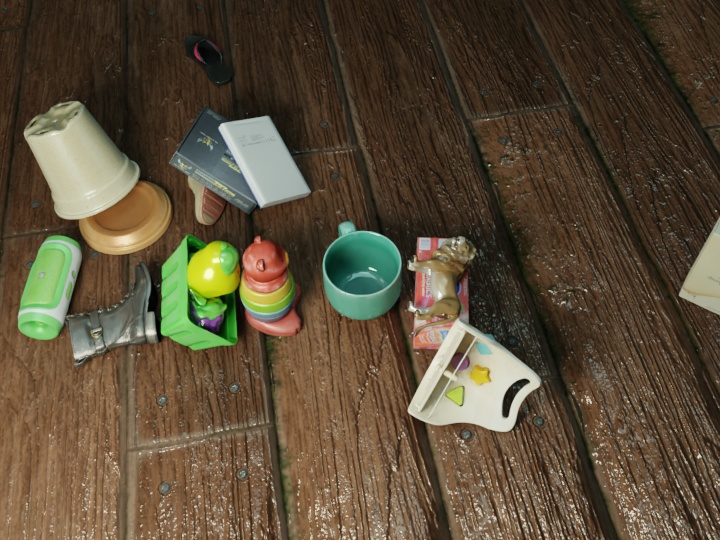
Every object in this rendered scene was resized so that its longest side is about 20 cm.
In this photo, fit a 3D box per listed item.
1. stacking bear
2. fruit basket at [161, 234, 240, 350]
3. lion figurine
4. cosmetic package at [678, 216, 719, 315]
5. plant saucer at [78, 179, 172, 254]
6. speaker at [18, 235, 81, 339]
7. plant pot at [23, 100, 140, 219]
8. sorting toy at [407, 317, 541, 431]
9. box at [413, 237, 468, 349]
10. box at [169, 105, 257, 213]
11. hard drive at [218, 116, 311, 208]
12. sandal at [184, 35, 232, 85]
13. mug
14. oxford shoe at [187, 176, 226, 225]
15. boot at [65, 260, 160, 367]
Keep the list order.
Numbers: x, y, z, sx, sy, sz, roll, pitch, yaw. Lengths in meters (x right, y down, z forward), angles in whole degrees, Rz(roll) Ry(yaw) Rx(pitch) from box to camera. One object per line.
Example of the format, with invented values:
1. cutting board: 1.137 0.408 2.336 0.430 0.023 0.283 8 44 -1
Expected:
1. stacking bear: -0.171 0.020 1.433 0.113 0.201 0.122 -2 54 -2
2. fruit basket: -0.277 0.025 1.435 0.215 0.155 0.217 -19 55 29
3. lion figurine: 0.150 0.030 1.393 0.122 0.073 0.201 7 68 -10
4. cosmetic package: 0.683 -0.011 1.435 0.103 0.201 0.073 27 58 20
5. plant saucer: -0.505 -0.124 1.648 0.199 0.038 0.201 0 54 1
6. speaker: -0.607 0.031 1.511 0.088 0.089 0.201 0 54 1
7. plant pot: -0.595 -0.241 1.609 0.199 0.184 0.201 -13 40 11
8. sorting toy: 0.211 0.194 1.342 0.179 0.201 0.107 29 24 5
9. box: 0.154 0.043 1.475 0.102 0.095 0.201 2 55 3
10. box: -0.286 -0.238 1.652 0.199 0.051 0.158 33 52 -15
11. hard drive: -0.205 -0.236 1.655 0.132 0.025 0.201 -20 76 -42
12. sandal: -0.382 -0.542 1.937 0.075 0.045 0.200 -28 58 -17
13. mug: 0.009 0.006 1.494 0.151 0.115 0.186 12 55 11
14. oxford shoe: -0.338 -0.180 1.678 0.073 0.071 0.201 -16 54 26
15. boot: -0.481 0.079 1.483 0.173 0.069 0.201 -11 57 -7
